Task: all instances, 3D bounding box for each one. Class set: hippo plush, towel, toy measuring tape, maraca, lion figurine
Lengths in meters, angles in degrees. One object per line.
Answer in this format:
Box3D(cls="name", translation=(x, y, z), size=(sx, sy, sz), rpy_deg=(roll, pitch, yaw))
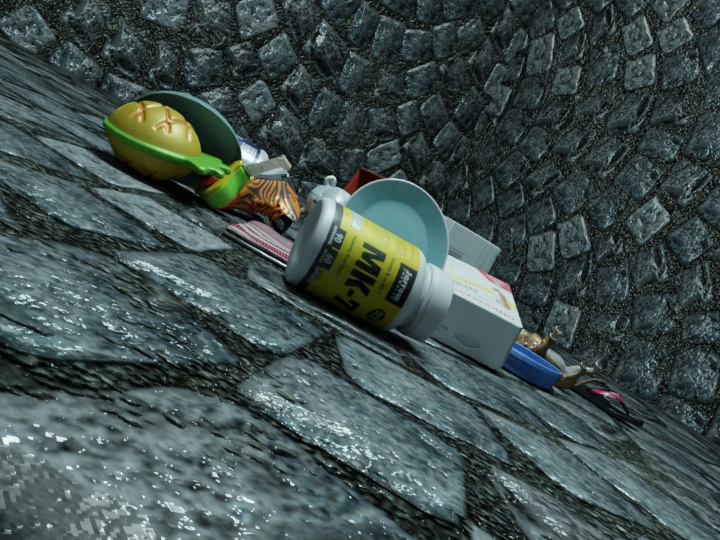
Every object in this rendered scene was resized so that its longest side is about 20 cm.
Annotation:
Box3D(cls="hippo plush", translation=(-0.019, -0.108, 1.349), size=(0.161, 0.159, 0.200), rpy_deg=(48, -1, -22))
Box3D(cls="towel", translation=(-0.122, -0.035, 1.055), size=(0.141, 0.023, 0.200), rpy_deg=(29, 5, -1))
Box3D(cls="toy measuring tape", translation=(-0.198, -0.137, 1.127), size=(0.196, 0.076, 0.073), rpy_deg=(-5, -16, 35))
Box3D(cls="maraca", translation=(-0.290, -0.185, 1.066), size=(0.195, 0.109, 0.138), rpy_deg=(24, 18, -4))
Box3D(cls="lion figurine", translation=(0.390, 0.189, 1.438), size=(0.200, 0.123, 0.072), rpy_deg=(45, 39, 6))

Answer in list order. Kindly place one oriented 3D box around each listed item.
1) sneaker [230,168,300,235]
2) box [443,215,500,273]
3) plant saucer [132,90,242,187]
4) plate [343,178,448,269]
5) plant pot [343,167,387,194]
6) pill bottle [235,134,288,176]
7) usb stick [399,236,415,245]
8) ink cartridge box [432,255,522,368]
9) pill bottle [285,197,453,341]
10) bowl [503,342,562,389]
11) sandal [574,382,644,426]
Box3D(cls="sneaker", translation=(-0.170, -0.118, 1.273), size=(0.199, 0.077, 0.114), rpy_deg=(-28, 88, -53))
Box3D(cls="box", translation=(0.228, -0.022, 1.862), size=(0.197, 0.203, 0.130), rpy_deg=(24, 6, -36))
Box3D(cls="plant saucer", translation=(-0.282, -0.214, 1.153), size=(0.194, 0.028, 0.203), rpy_deg=(11, -37, 8))
Box3D(cls="plate", translation=(0.051, -0.048, 1.171), size=(0.196, 0.204, 0.026), rpy_deg=(27, -9, -10))
Box3D(cls="plant pot", translation=(0.033, -0.108, 1.768), size=(0.175, 0.202, 0.200), rpy_deg=(38, 1, -25))
Box3D(cls="pill bottle", translation=(-0.246, -0.198, 1.391), size=(0.197, 0.122, 0.120), rpy_deg=(28, 5, -17))
Box3D(cls="usb stick", translation=(0.000, -0.040, 1.201), size=(0.194, 0.034, 0.056), rpy_deg=(-2, -20, -12))
Box3D(cls="ink cartridge box", translation=(0.185, 0.063, 1.199), size=(0.142, 0.085, 0.201), rpy_deg=(26, 19, -3))
Box3D(cls="pill bottle", translation=(0.013, 0.004, 0.896), size=(0.196, 0.116, 0.114), rpy_deg=(27, 5, -16))
Box3D(cls="bowl", translation=(0.281, 0.157, 1.329), size=(0.197, 0.040, 0.201), rpy_deg=(30, 5, -3))
Box3D(cls="sandal", translation=(0.524, 0.271, 1.539), size=(0.198, 0.046, 0.074), rpy_deg=(33, 7, 37))
